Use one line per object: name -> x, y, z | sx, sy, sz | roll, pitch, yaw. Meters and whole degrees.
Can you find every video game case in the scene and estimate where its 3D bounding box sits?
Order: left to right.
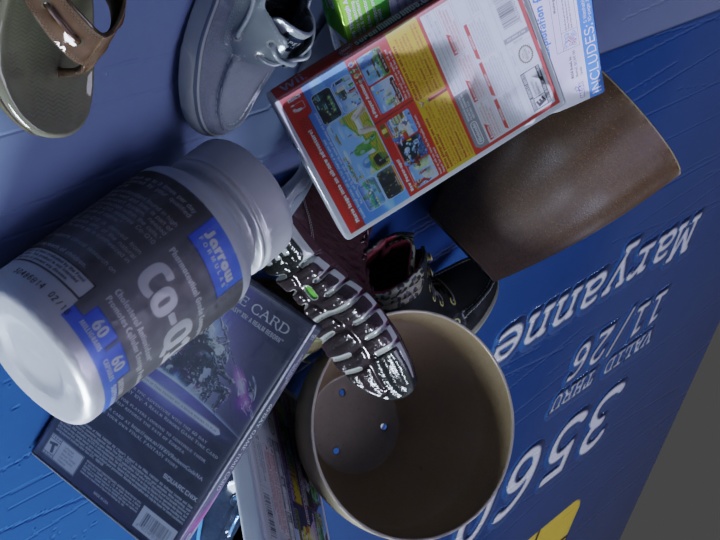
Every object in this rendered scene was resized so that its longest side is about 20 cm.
video game case -> -0.136, 0.088, 1.040 | 0.200, 0.143, 0.019 | -57, 157, 1
video game case -> -0.071, 0.185, 1.246 | 0.023, 0.201, 0.182 | -18, 156, 12
video game case -> 0.046, -0.126, 1.045 | 0.200, 0.017, 0.143 | -32, 131, -4

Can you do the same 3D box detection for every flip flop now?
flip flop -> -0.161, -0.162, 0.809 | 0.081, 0.057, 0.201 | -21, 137, -51

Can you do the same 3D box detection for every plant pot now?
plant pot -> 0.020, 0.139, 1.298 | 0.200, 0.200, 0.134 | -46, -165, -22
plant pot -> 0.168, -0.090, 1.366 | 0.200, 0.187, 0.187 | -44, 155, 3

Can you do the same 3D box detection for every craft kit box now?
craft kit box -> 0.077, -0.183, 1.061 | 0.197, 0.049, 0.201 | -26, 130, -13

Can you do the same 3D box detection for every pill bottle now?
pill bottle -> -0.146, 0.001, 0.959 | 0.200, 0.114, 0.114 | -40, 150, -31

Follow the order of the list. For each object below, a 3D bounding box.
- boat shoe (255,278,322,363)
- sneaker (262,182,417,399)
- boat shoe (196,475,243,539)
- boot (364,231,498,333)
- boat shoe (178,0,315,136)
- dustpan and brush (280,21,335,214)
boat shoe -> -0.092, 0.054, 1.175 | 0.200, 0.073, 0.063 | -2, 128, -47
sneaker -> 0.000, 0.000, 1.165 | 0.076, 0.200, 0.116 | -21, -159, 47
boat shoe -> -0.112, 0.244, 1.347 | 0.084, 0.069, 0.200 | -41, 150, -30
boot -> 0.064, 0.017, 1.389 | 0.203, 0.073, 0.154 | -36, 149, -27
boat shoe -> -0.064, -0.171, 0.953 | 0.070, 0.071, 0.201 | -19, 135, -52
dustpan and brush -> -0.027, -0.109, 1.103 | 0.200, 0.057, 0.140 | -49, 153, -18
